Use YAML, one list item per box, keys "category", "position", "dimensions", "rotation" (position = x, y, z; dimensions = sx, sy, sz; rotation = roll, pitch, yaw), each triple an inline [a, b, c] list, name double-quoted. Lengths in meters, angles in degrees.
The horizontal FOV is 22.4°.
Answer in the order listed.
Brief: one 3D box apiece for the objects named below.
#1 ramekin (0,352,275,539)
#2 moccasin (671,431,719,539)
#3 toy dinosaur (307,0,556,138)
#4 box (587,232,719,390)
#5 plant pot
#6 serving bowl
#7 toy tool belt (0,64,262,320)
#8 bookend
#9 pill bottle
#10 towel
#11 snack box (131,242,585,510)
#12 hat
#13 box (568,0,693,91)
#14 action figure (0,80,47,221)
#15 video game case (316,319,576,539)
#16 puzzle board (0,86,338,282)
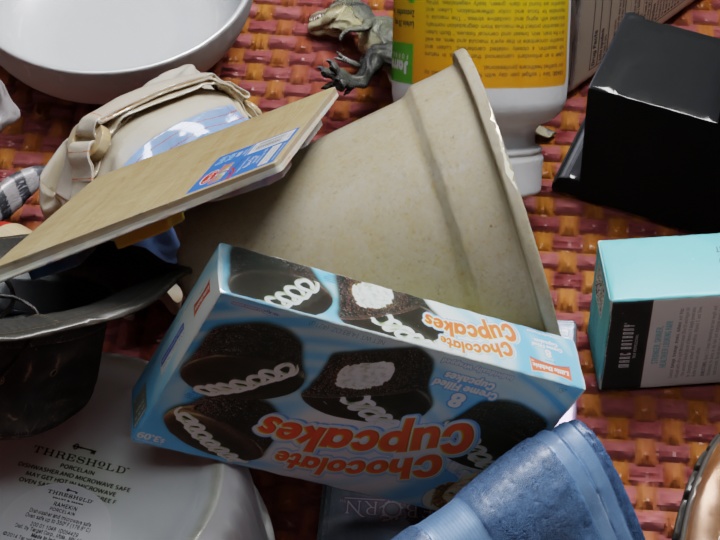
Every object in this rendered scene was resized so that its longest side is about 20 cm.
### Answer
- category: "ramekin"
  position: [-0.145, 0.136, 0.956]
  dimensions: [0.199, 0.105, 0.201]
  rotation: [0, 50, 0]
- category: "moccasin"
  position: [0.223, 0.124, 0.985]
  dimensions: [0.077, 0.074, 0.201]
  rotation: [17, 42, 26]
- category: "toy dinosaur"
  position: [0.028, -0.127, 1.217]
  dimensions: [0.200, 0.048, 0.088]
  rotation: [34, 52, 23]
- category: "box"
  position: [0.236, 0.020, 1.061]
  dimensions: [0.199, 0.083, 0.049]
  rotation: [-3, 48, -2]
- category: "plant pot"
  position: [0.000, 0.000, 1.007]
  dimensions: [0.183, 0.201, 0.201]
  rotation: [-17, 50, 2]
- category: "serving bowl"
  position: [-0.169, -0.182, 1.252]
  dimensions: [0.199, 0.066, 0.201]
  rotation: [0, 50, 0]
- category: "toy tool belt"
  position: [-0.127, -0.033, 1.090]
  dimensions: [0.123, 0.125, 0.200]
  rotation: [28, 56, 33]
- category: "bookend"
  position: [0.228, -0.118, 1.102]
  dimensions: [0.199, 0.199, 0.092]
  rotation: [17, 52, 17]
- category: "pill bottle"
  position: [0.075, -0.150, 1.128]
  dimensions: [0.110, 0.201, 0.111]
  rotation: [1, 10, 0]
- category: "towel"
  position: [0.052, 0.168, 0.908]
  dimensions: [0.200, 0.112, 0.049]
  rotation: [-34, 32, -13]
- category: "snack box"
  position: [-0.002, 0.060, 0.912]
  dimensions: [0.199, 0.116, 0.037]
  rotation: [15, 42, -22]
- category: "hat"
  position: [-0.179, 0.040, 0.906]
  dimensions: [0.199, 0.081, 0.201]
  rotation: [-2, 12, 1]
- category: "box"
  position: [0.175, -0.240, 1.254]
  dimensions: [0.200, 0.128, 0.109]
  rotation: [-36, 57, -26]
- category: "action figure"
  position: [-0.256, -0.024, 1.080]
  dimensions: [0.104, 0.200, 0.194]
  rotation: [37, 59, -19]
- category: "video game case"
  position: [0.051, 0.107, 1.034]
  dimensions: [0.142, 0.019, 0.201]
  rotation: [3, 49, 4]
- category: "puzzle board"
  position: [-0.092, -0.045, 0.934]
  dimensions: [0.150, 0.017, 0.200]
  rotation: [-19, 13, 12]
